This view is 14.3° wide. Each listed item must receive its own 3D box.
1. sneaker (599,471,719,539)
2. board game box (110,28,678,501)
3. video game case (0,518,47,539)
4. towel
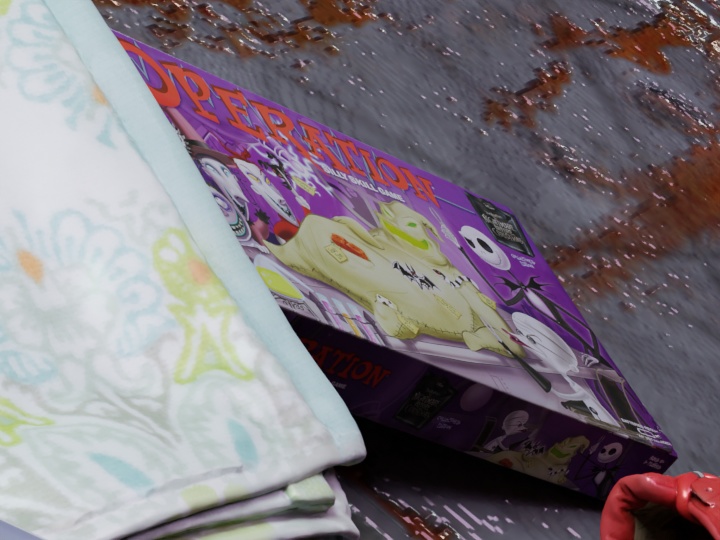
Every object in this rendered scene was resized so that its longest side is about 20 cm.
[{"bbox_3d":[0.111,0.075,0.820,0.085,0.077,0.200,28,27,-4],"label":"sneaker"},{"bbox_3d":[0.000,0.000,0.836,0.200,0.032,0.120,21,24,-45],"label":"board game box"},{"bbox_3d":[-0.055,0.119,0.496,0.182,0.023,0.200,27,29,-16],"label":"video game case"},{"bbox_3d":[-0.109,0.003,0.671,0.171,0.048,0.200,-14,59,-40],"label":"towel"}]
